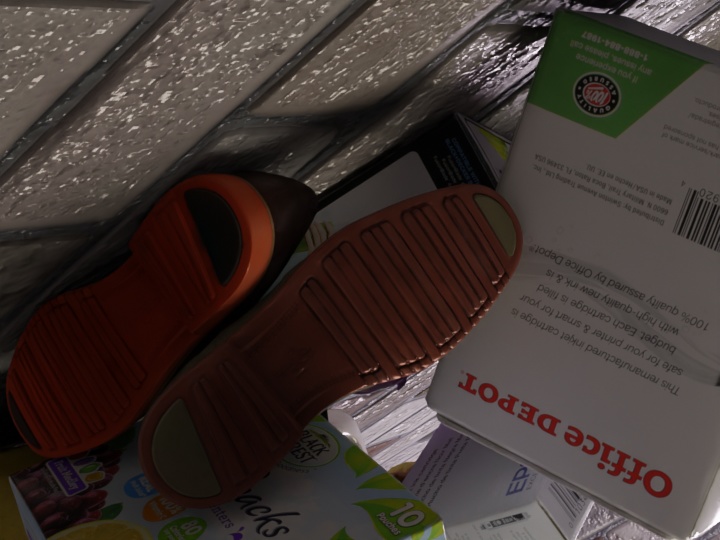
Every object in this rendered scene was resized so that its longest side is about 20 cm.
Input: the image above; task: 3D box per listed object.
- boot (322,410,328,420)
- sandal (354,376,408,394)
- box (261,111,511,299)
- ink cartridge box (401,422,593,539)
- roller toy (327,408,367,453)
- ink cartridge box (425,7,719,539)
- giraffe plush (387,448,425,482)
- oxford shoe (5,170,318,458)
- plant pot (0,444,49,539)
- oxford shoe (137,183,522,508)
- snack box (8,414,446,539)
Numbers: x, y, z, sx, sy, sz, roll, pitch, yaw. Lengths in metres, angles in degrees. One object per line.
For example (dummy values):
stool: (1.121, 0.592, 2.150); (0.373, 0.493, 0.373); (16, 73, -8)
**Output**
boot: (-0.063, 0.145, 0.973); (0.073, 0.202, 0.151); (-4, 166, -17)
sandal: (0.012, 0.050, 0.960); (0.083, 0.050, 0.203); (-56, -169, -15)
box: (0.000, 0.000, 0.813); (0.199, 0.060, 0.117); (-32, 166, 17)
ink cartridge box: (0.080, 0.111, 0.940); (0.199, 0.041, 0.200); (-26, -163, 41)
roller toy: (-0.075, 0.190, 1.208); (0.181, 0.141, 0.200); (-19, 173, -4)
ink cartridge box: (0.134, -0.001, 0.698); (0.084, 0.145, 0.201); (-10, 122, -58)
giraffe plush: (0.033, 0.210, 1.062); (0.162, 0.172, 0.201); (-53, 145, -25)
oxford shoe: (-0.092, 0.025, 0.705); (0.200, 0.071, 0.072); (-37, 169, 34)
plant pot: (-0.155, 0.181, 0.846); (0.175, 0.202, 0.199); (7, 166, -37)
oxford shoe: (-0.018, 0.026, 0.671); (0.199, 0.071, 0.074); (-33, -173, -14)
snack box: (-0.063, 0.119, 0.672); (0.141, 0.053, 0.200); (-20, -158, -19)
